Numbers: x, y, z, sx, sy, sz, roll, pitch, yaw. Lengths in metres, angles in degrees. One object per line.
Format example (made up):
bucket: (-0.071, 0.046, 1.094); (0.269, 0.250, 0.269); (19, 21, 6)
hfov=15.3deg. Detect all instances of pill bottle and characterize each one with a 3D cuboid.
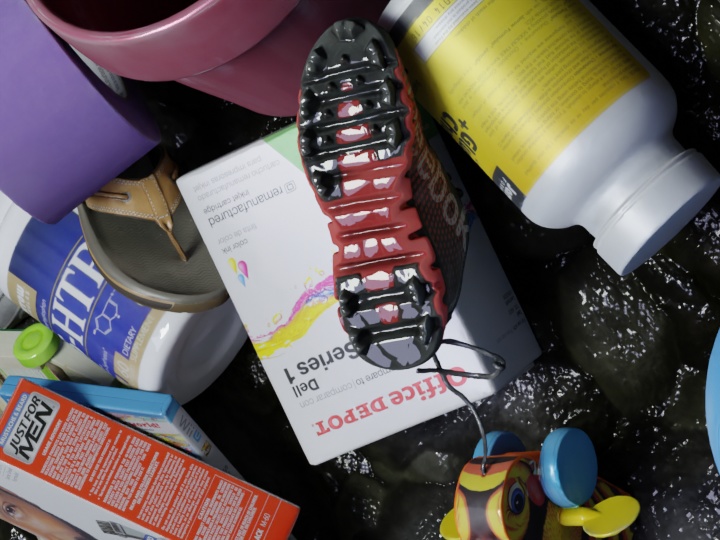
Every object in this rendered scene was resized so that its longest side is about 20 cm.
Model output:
pill bottle: (-0.172, -0.010, 1.765); (0.200, 0.120, 0.120); (34, 126, 20)
pill bottle: (0.109, -0.096, 1.527); (0.200, 0.112, 0.112); (47, 129, 11)

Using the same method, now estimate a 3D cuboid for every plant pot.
plant pot: (-0.074, -0.184, 1.556); (0.199, 0.179, 0.201); (-12, 63, 25)

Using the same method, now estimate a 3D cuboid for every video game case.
video game case: (-0.136, 0.137, 1.796); (0.142, 0.018, 0.200); (5, 148, 35)

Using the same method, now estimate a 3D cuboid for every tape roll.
tape roll: (-0.212, -0.132, 1.609); (0.085, 0.200, 0.200); (-36, 85, 5)

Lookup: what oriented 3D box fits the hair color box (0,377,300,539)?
hair color box: (-0.148, 0.154, 1.746); (0.199, 0.064, 0.111); (26, 155, 0)

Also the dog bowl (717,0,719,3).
dog bowl: (0.263, -0.211, 1.392); (0.199, 0.074, 0.201); (14, 116, 31)

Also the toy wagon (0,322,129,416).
toy wagon: (-0.192, 0.092, 1.835); (0.199, 0.040, 0.155); (-1, 140, 35)

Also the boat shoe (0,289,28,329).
boat shoe: (-0.297, 0.029, 1.906); (0.200, 0.068, 0.072); (-33, 88, 40)

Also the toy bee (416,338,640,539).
toy bee: (0.088, 0.141, 1.589); (0.199, 0.109, 0.131); (30, 151, -23)

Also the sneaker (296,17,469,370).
sneaker: (0.015, -0.049, 1.531); (0.070, 0.098, 0.202); (-7, 103, 23)

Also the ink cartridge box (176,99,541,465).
ink cartridge box: (0.000, 0.000, 1.651); (0.144, 0.084, 0.201); (-23, 95, 28)

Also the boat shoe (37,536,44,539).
boat shoe: (-0.139, 0.222, 1.859); (0.200, 0.072, 0.065); (35, 159, -11)

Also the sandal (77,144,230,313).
sandal: (-0.141, -0.058, 1.691); (0.055, 0.081, 0.201); (105, 147, -56)

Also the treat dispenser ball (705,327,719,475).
treat dispenser ball: (0.282, 0.070, 1.413); (0.200, 0.201, 0.202); (15, 117, 31)
